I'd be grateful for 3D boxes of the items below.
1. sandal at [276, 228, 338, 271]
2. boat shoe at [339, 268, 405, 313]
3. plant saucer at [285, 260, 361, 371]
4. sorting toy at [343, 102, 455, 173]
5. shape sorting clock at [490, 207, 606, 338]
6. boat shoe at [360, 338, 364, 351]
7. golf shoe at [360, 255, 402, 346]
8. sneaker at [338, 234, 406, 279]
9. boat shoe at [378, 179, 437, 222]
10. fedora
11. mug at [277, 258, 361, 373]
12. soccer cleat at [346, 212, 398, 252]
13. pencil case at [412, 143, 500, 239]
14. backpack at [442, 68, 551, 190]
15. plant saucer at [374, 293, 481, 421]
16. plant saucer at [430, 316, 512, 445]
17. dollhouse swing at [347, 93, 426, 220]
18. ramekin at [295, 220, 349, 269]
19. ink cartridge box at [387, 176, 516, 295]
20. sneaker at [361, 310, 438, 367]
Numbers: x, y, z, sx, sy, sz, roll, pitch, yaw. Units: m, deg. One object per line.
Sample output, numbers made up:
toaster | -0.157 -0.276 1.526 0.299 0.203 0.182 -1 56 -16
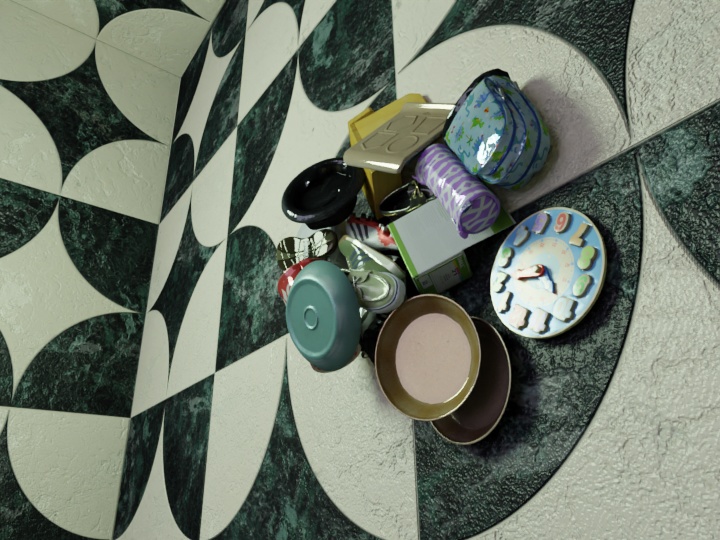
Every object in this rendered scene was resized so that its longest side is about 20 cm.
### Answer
sandal | -0.118 -0.045 1.261 0.197 0.054 0.084 -18 68 36
boat shoe | -0.004 0.033 0.997 0.198 0.061 0.074 3 77 49
plant saucer | -0.080 0.085 1.011 0.197 0.035 0.206 6 99 45
sorting toy | 0.084 -0.259 1.083 0.200 0.037 0.184 -44 36 -19
shape sorting clock | 0.274 0.001 0.833 0.198 0.039 0.205 -27 55 48
boat shoe | -0.001 0.069 1.197 0.073 0.062 0.207 -11 67 56
golf shoe | 0.044 0.063 1.116 0.094 0.076 0.205 -17 64 51
sneaker | 0.000 0.000 1.097 0.091 0.067 0.199 -54 42 -5
boat shoe | 0.115 -0.148 1.111 0.200 0.060 0.074 -27 55 49
fedora | -0.073 -0.155 1.224 0.196 0.092 0.204 -12 49 14
mug | -0.092 0.088 1.122 0.132 0.177 0.203 -34 56 13
soccer cleat | 0.034 -0.062 1.175 0.198 0.067 0.087 28 113 47
pencil case | 0.163 -0.140 0.958 0.086 0.083 0.202 -52 37 22
backpack | 0.226 -0.224 0.925 0.164 0.152 0.202 -51 55 31
plant saucer | 0.113 0.143 0.915 0.196 0.035 0.206 -11 72 34
plant saucer | 0.178 0.180 0.906 0.199 0.036 0.205 -28 54 47
dollhouse swing | 0.081 -0.259 1.233 0.184 0.172 0.202 80 171 -47
ramekin | -0.081 -0.041 1.328 0.201 0.093 0.207 -28 55 48
ink cartridge box | 0.167 -0.060 0.999 0.197 0.076 0.149 -27 46 5
sneaker | 0.071 0.118 1.015 0.113 0.075 0.202 39 118 16
